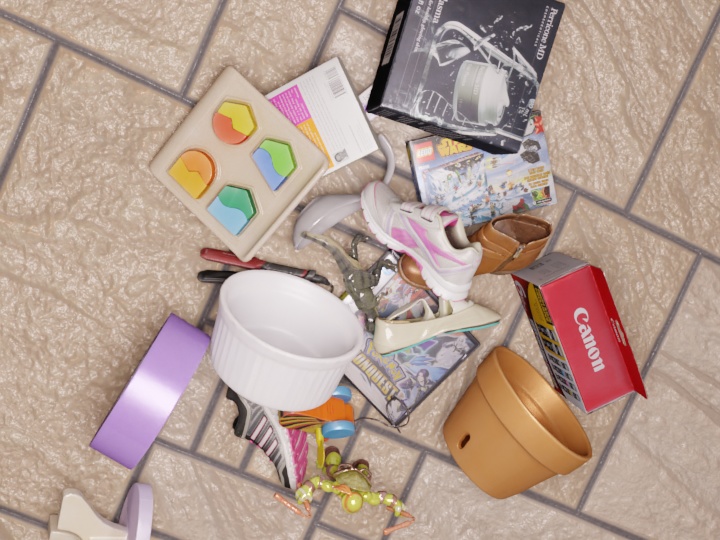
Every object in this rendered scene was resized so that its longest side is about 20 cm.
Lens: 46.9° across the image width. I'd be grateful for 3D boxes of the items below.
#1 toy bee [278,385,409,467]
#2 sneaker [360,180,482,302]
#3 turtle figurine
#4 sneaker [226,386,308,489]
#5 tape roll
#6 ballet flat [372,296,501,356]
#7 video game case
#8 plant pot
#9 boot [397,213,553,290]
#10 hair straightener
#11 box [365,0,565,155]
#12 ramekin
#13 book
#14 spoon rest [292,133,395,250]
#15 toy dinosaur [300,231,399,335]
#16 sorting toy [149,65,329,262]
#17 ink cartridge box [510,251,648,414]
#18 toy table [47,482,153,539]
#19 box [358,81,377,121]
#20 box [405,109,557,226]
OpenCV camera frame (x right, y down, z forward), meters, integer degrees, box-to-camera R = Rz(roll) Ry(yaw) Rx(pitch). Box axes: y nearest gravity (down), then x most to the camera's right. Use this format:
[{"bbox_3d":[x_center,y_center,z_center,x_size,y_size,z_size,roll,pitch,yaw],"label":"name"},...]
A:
[{"bbox_3d":[-0.045,0.219,1.179,0.199,0.132,0.108,33,137,-21],"label":"toy bee"},{"bbox_3d":[0.087,-0.057,1.096,0.200,0.081,0.088,43,122,11],"label":"sneaker"},{"bbox_3d":[-0.025,0.300,1.171,0.198,0.161,0.065,10,98,-9],"label":"turtle figurine"},{"bbox_3d":[-0.136,0.228,1.196,0.086,0.074,0.202,-10,113,16],"label":"sneaker"},{"bbox_3d":[-0.277,0.158,1.100,0.065,0.200,0.201,31,93,-10],"label":"tape roll"},{"bbox_3d":[0.108,0.067,1.174,0.198,0.069,0.070,-14,100,-19],"label":"ballet flat"},{"bbox_3d":[0.048,0.100,1.223,0.181,0.026,0.200,-44,101,0],"label":"video game case"},{"bbox_3d":[0.213,0.229,1.190,0.200,0.200,0.140,42,108,-11],"label":"plant pot"},{"bbox_3d":[0.157,-0.033,1.149,0.198,0.155,0.075,-9,76,-11],"label":"boot"},{"bbox_3d":[-0.136,0.021,1.189,0.198,0.041,0.078,9,111,-14],"label":"hair straightener"},{"bbox_3d":[0.133,-0.278,1.095,0.194,0.124,0.202,16,95,-11],"label":"box"},{"bbox_3d":[-0.103,0.094,1.099,0.198,0.201,0.098,19,115,-9],"label":"ramekin"},{"bbox_3d":[-0.088,-0.183,1.128,0.198,0.048,0.135,-24,95,14],"label":"book"},{"bbox_3d":[-0.020,-0.099,1.158,0.061,0.099,0.200,42,83,5],"label":"spoon rest"},{"bbox_3d":[0.000,0.000,1.154,0.088,0.047,0.201,-49,120,-30],"label":"toy dinosaur"},{"bbox_3d":[-0.167,-0.142,1.112,0.200,0.036,0.185,44,103,6],"label":"sorting toy"},{"bbox_3d":[0.307,0.089,1.179,0.083,0.176,0.202,-24,100,-4],"label":"ink cartridge box"},{"bbox_3d":[-0.367,0.389,1.146,0.116,0.183,0.203,11,88,-25],"label":"toy table"},{"bbox_3d":[0.066,-0.278,1.167,0.199,0.041,0.039,-40,100,-2],"label":"box"},{"bbox_3d":[0.175,-0.141,1.199,0.198,0.040,0.139,-14,100,-5],"label":"box"}]
